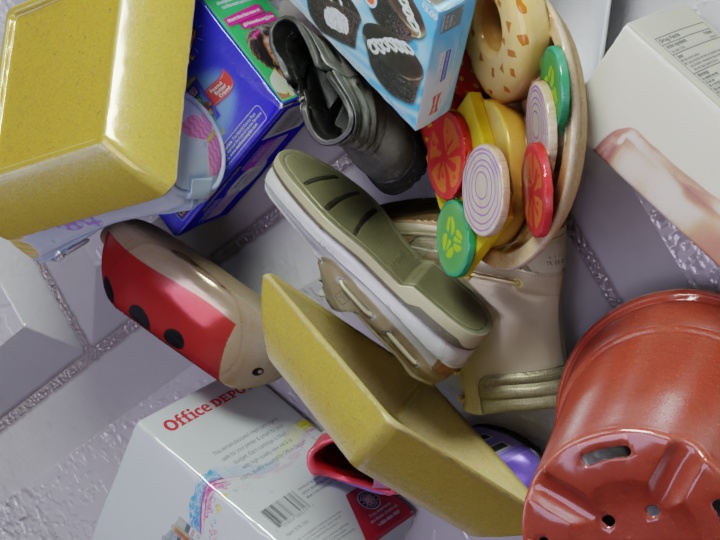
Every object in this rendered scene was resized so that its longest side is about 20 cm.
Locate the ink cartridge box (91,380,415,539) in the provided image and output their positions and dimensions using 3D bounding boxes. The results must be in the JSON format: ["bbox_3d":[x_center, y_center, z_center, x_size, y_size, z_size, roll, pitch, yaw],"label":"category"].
[{"bbox_3d":[-0.091,0.208,1.476,0.200,0.145,0.146,39,124,20],"label":"ink cartridge box"}]

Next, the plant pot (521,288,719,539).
[{"bbox_3d":[0.201,0.138,1.190,0.198,0.195,0.203,6,109,19],"label":"plant pot"}]

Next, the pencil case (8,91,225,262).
[{"bbox_3d":[-0.196,-0.071,1.402,0.199,0.083,0.092,-19,66,38],"label":"pencil case"}]

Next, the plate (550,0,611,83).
[{"bbox_3d":[0.100,-0.251,1.262,0.198,0.032,0.202,21,116,28],"label":"plate"}]

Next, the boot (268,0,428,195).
[{"bbox_3d":[-0.024,-0.153,1.292,0.067,0.130,0.201,-36,58,12],"label":"boot"}]

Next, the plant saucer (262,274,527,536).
[{"bbox_3d":[0.022,0.107,1.286,0.049,0.199,0.200,-50,41,6],"label":"plant saucer"}]

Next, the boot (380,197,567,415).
[{"bbox_3d":[0.067,0.027,1.354,0.198,0.073,0.157,2,107,31],"label":"boot"}]

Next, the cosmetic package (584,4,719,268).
[{"bbox_3d":[0.241,-0.071,1.178,0.200,0.103,0.088,46,125,16],"label":"cosmetic package"}]

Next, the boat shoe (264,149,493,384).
[{"bbox_3d":[0.000,0.000,1.297,0.200,0.075,0.069,44,121,11],"label":"boat shoe"}]

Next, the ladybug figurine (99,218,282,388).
[{"bbox_3d":[-0.135,0.030,1.454,0.199,0.136,0.072,33,83,19],"label":"ladybug figurine"}]

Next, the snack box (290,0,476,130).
[{"bbox_3d":[-0.007,-0.200,1.199,0.200,0.037,0.117,48,152,23],"label":"snack box"}]

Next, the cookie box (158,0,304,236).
[{"bbox_3d":[-0.142,-0.161,1.435,0.201,0.075,0.171,52,128,9],"label":"cookie box"}]

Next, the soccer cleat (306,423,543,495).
[{"bbox_3d":[0.051,0.153,1.402,0.198,0.073,0.069,8,110,33],"label":"soccer cleat"}]

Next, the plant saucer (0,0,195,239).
[{"bbox_3d":[-0.211,-0.139,1.351,0.199,0.048,0.202,-12,65,40],"label":"plant saucer"}]

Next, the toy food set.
[{"bbox_3d":[0.092,-0.097,1.215,0.200,0.048,0.200,124,139,-53],"label":"toy food set"}]
